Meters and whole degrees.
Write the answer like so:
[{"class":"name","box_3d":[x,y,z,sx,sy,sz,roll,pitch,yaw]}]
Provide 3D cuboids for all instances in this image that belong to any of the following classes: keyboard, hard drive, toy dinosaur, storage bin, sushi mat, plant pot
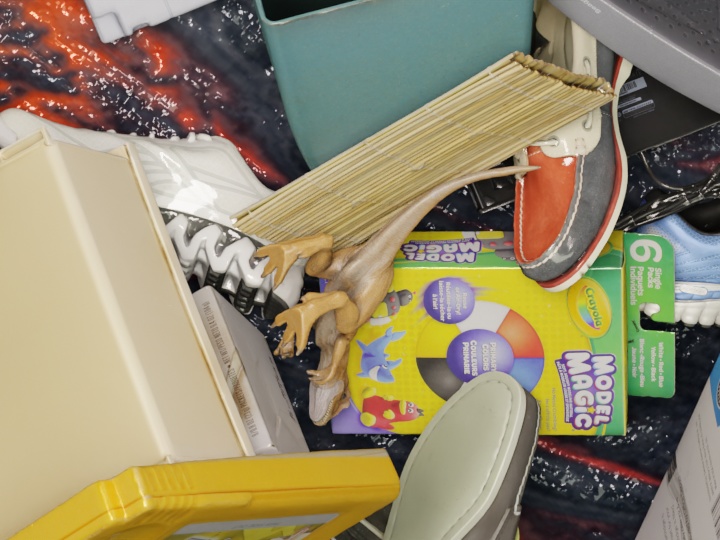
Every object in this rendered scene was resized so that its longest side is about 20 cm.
[{"class":"keyboard","box_3d":[0.157,-0.078,1.533,0.200,0.021,0.127,-21,78,-1]},{"class":"hard drive","box_3d":[0.194,-0.155,1.487,0.200,0.135,0.042,29,142,-14]},{"class":"toy dinosaur","box_3d":[0.000,0.000,1.463,0.106,0.060,0.200,-6,139,-45]},{"class":"storage bin","box_3d":[-0.187,0.059,1.405,0.199,0.094,0.200,-27,75,19]},{"class":"sushi mat","box_3d":[0.032,-0.060,1.420,0.200,0.096,0.012,-29,66,30]},{"class":"plant pot","box_3d":[0.013,-0.136,1.427,0.141,0.141,0.200,-14,145,-3]}]

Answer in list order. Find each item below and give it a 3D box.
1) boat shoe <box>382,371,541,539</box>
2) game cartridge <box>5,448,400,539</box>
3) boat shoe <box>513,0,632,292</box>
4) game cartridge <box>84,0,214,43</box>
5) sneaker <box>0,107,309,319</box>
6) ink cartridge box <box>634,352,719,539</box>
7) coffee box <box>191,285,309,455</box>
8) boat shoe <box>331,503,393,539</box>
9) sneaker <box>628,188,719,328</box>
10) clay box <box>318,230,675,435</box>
[{"class":"boat shoe","box_3d":[0.054,0.154,1.518,0.061,0.072,0.201,21,98,-39]},{"class":"game cartridge","box_3d":[-0.104,0.144,1.371,0.176,0.200,0.032,-34,69,36]},{"class":"boat shoe","box_3d":[0.110,-0.086,1.476,0.063,0.071,0.200,29,62,-37]},{"class":"game cartridge","box_3d":[-0.076,-0.223,1.470,0.200,0.041,0.133,-22,112,-2]},{"class":"sneaker","box_3d":[-0.116,-0.047,1.504,0.200,0.075,0.081,26,72,-7]},{"class":"ink cartridge box","box_3d":[0.230,0.153,1.534,0.084,0.145,0.200,10,129,-11]},{"class":"coffee box","box_3d":[-0.137,0.113,1.494,0.200,0.114,0.080,-29,148,9]},{"class":"boat shoe","box_3d":[-0.010,0.147,1.574,0.064,0.071,0.200,-43,109,-5]},{"class":"sneaker","box_3d":[0.253,-0.010,1.558,0.200,0.079,0.089,6,108,-10]},{"class":"clay box","box_3d":[0.080,0.036,1.527,0.200,0.048,0.115,0,120,8]}]
